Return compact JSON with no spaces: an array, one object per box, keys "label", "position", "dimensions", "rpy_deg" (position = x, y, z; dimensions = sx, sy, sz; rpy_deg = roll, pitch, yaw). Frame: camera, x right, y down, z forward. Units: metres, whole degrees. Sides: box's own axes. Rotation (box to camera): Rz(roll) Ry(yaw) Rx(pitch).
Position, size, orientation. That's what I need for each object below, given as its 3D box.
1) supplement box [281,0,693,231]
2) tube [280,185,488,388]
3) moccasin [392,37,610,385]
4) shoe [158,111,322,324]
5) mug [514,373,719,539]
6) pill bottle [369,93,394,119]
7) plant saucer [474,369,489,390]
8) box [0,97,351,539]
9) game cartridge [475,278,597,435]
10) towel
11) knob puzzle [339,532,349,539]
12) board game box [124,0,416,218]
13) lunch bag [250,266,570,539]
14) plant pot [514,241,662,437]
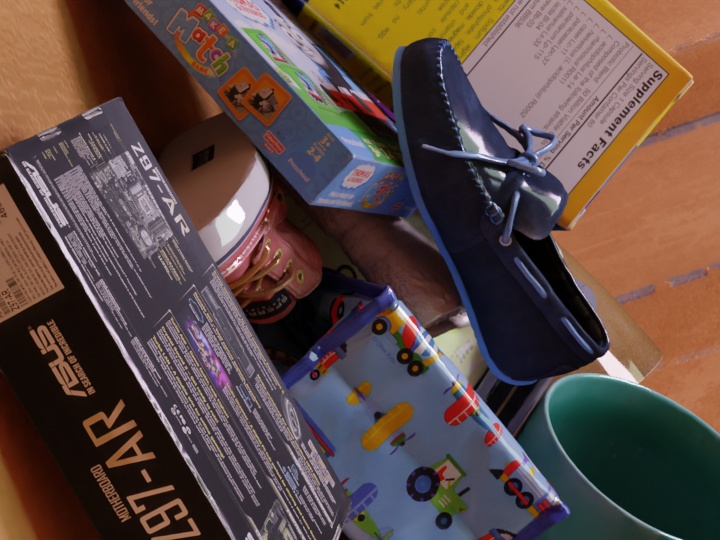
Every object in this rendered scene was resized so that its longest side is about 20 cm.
[{"label":"supplement box","position":[0.065,-0.125,1.042],"dimensions":[0.200,0.109,0.110],"rpy_deg":[41,-3,-5]},{"label":"tube","position":[0.000,0.000,1.077],"dimensions":[0.200,0.058,0.052],"rpy_deg":[49,10,-14]},{"label":"moccasin","position":[0.076,-0.034,0.956],"dimensions":[0.200,0.068,0.080],"rpy_deg":[64,29,-32]},{"label":"shoe","position":[-0.058,-0.010,0.905],"dimensions":[0.091,0.071,0.200],"rpy_deg":[62,8,-17]},{"label":"mug","position":[0.141,0.156,1.105],"dimensions":[0.152,0.114,0.185],"rpy_deg":[36,29,13]},{"label":"pill bottle","position":[-0.005,-0.092,1.220],"dimensions":[0.112,0.112,0.200],"rpy_deg":[-95,163,-53]},{"label":"plant saucer","position":[0.043,0.018,1.166],"dimensions":[0.200,0.050,0.200],"rpy_deg":[-7,99,-52]},{"label":"box","position":[-0.078,0.038,0.714],"dimensions":[0.200,0.044,0.160],"rpy_deg":[60,11,-8]},{"label":"game cartridge","position":[0.080,0.093,1.163],"dimensions":[0.040,0.200,0.133],"rpy_deg":[34,8,3]},{"label":"towel","position":[0.035,-0.030,1.058],"dimensions":[0.133,0.034,0.200],"rpy_deg":[48,26,13]},{"label":"knob puzzle","position":[-0.023,0.147,0.891],"dimensions":[0.220,0.030,0.220],"rpy_deg":[52,9,-12]},{"label":"board game box","position":[-0.054,-0.111,0.947],"dimensions":[0.200,0.037,0.151],"rpy_deg":[47,13,13]},{"label":"lunch bag","position":[0.004,0.077,0.996],"dimensions":[0.151,0.094,0.200],"rpy_deg":[51,-4,-15]},{"label":"plant pot","position":[0.096,0.031,1.421],"dimensions":[0.200,0.186,0.186],"rpy_deg":[57,11,-1]}]
